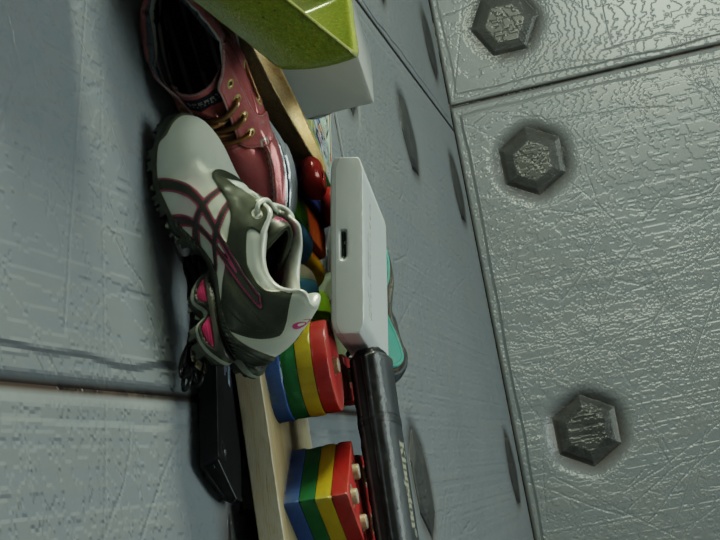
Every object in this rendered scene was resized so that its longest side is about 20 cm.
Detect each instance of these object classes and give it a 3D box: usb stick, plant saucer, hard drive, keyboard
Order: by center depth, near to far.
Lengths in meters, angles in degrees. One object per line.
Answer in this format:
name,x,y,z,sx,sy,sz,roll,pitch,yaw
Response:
keyboard,-0.104,0.052,1.165,0.127,0.021,0.201,75,8,-52
plant saucer,-0.094,-0.219,1.210,0.199,0.048,0.200,37,15,-14
usb stick,0.021,0.155,1.259,0.055,0.032,0.201,63,18,-73
hard drive,0.000,0.000,1.330,0.200,0.027,0.133,60,29,-77
plant saucer,-0.088,-0.161,1.360,0.201,0.035,0.200,62,4,-8

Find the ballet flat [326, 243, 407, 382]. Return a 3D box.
ballet flat,0.002,0.040,1.684,0.073,0.073,0.201,66,9,-51

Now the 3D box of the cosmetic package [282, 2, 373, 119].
cosmetic package,-0.063,-0.233,1.488,0.085,0.107,0.200,-93,169,-46

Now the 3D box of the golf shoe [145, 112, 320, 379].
golf shoe,-0.079,-0.029,1.121,0.077,0.088,0.201,16,47,-50

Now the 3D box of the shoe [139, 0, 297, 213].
shoe,-0.105,-0.113,1.222,0.091,0.071,0.201,-41,113,-78

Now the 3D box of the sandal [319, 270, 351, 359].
sandal,-0.017,0.056,1.545,0.201,0.057,0.080,-72,148,-71

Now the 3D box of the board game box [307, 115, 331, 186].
board game box,-0.060,-0.192,1.688,0.135,0.029,0.200,70,13,-45

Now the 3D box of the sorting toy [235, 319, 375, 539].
sorting toy,-0.035,0.131,1.269,0.199,0.069,0.201,51,30,-78

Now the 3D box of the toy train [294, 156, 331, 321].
toy train,-0.046,-0.004,1.362,0.200,0.084,0.116,53,24,-69
